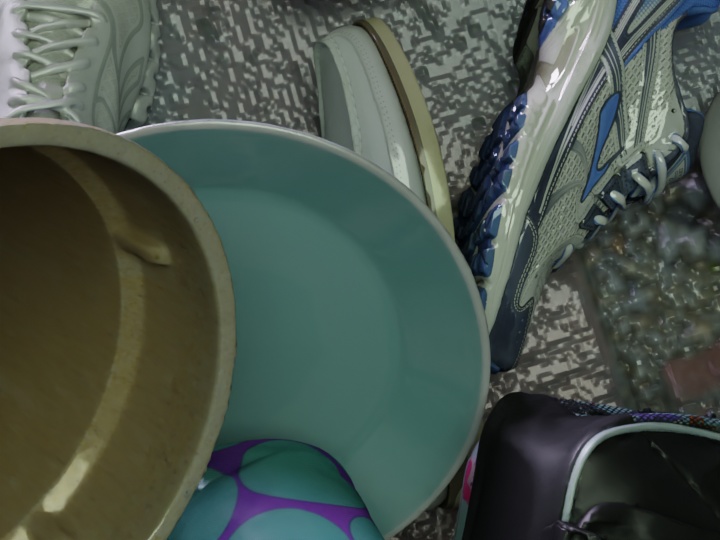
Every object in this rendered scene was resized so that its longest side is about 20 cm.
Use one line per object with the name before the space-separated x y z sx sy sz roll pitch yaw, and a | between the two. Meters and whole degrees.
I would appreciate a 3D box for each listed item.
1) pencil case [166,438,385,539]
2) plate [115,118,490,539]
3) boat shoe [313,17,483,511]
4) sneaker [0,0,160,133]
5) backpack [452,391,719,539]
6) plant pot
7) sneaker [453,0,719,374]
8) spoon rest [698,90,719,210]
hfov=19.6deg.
pencil case | -0.008 0.135 0.701 0.085 0.200 0.092 -36 123 -3
plate | -0.052 0.031 0.774 0.200 0.026 0.201 0 119 -1
boat shoe | 0.000 0.000 0.828 0.068 0.075 0.200 -10 86 -10
sneaker | -0.120 -0.064 0.824 0.075 0.081 0.200 4 80 -3
backpack | 0.126 0.141 0.773 0.200 0.151 0.178 10 90 -19
plant pot | -0.174 0.013 0.667 0.183 0.200 0.201 32 78 39
sneaker | 0.096 -0.048 0.846 0.085 0.077 0.200 21 81 -7
spoon rest | 0.230 -0.016 0.863 0.200 0.061 0.099 33 59 8
